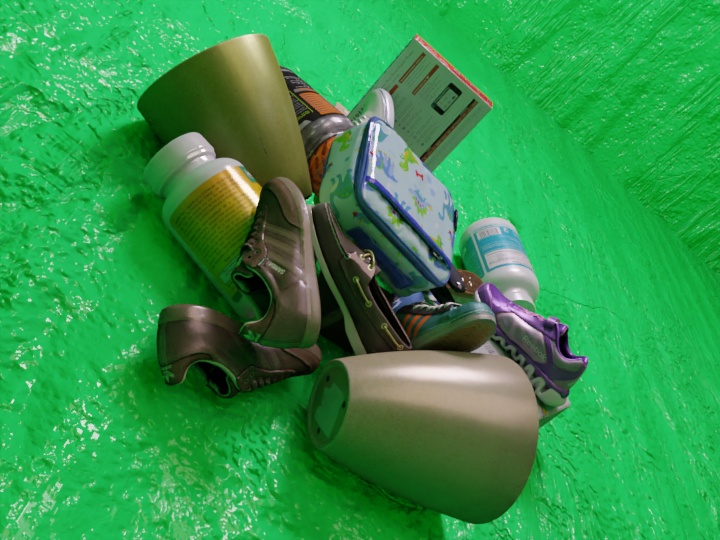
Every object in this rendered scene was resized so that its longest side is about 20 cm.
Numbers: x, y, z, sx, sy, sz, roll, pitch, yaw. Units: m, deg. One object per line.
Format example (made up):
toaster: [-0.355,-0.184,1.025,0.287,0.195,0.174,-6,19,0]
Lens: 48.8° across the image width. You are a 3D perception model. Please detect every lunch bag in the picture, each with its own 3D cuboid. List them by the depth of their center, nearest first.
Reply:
lunch bag: [0.040,-0.072,0.975,0.200,0.082,0.161,45,41,-34]

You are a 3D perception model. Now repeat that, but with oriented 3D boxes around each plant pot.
plant pot: [0.052,0.161,0.846,0.200,0.187,0.187,17,37,-27]
plant pot: [-0.149,-0.160,1.004,0.200,0.187,0.187,61,27,-2]

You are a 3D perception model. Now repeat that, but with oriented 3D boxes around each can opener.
can opener: [0.106,-0.007,1.122,0.078,0.063,0.200,12,17,-16]

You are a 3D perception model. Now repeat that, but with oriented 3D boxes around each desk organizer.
desk organizer: [0.000,0.000,1.021,0.077,0.072,0.200,36,48,-26]

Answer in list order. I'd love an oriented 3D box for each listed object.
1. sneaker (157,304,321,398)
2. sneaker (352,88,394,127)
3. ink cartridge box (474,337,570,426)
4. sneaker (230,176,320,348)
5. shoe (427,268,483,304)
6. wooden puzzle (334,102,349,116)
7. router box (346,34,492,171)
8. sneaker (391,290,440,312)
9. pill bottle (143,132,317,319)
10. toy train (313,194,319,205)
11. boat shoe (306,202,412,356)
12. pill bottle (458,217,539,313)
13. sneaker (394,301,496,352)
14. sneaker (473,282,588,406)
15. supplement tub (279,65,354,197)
sneaker: [-0.121,0.094,0.794,0.200,0.070,0.076,22,62,-44]
sneaker: [0.002,-0.217,1.305,0.071,0.073,0.200,23,69,-32]
ink cartridge box: [0.192,0.166,1.119,0.200,0.086,0.148,2,49,-56]
sneaker: [-0.090,-0.016,0.781,0.075,0.070,0.200,3,51,-24]
shoe: [0.099,0.011,1.241,0.200,0.053,0.070,22,49,-20]
wooden puzzle: [0.010,-0.212,1.442,0.185,0.037,0.200,39,23,-14]
router box: [0.098,-0.274,1.386,0.179,0.200,0.049,40,24,-10]
sneaker: [0.083,0.074,1.103,0.200,0.074,0.082,5,50,-51]
pill bottle: [-0.151,-0.054,0.896,0.200,0.113,0.113,49,27,7]
toy train: [-0.040,-0.085,1.157,0.200,0.085,0.116,1,30,-29]
boat shoe: [-0.003,0.012,0.888,0.072,0.059,0.200,-54,123,-76]
pill bottle: [0.244,0.007,1.385,0.111,0.111,0.200,29,32,-30]
sneaker: [0.081,0.066,0.939,0.071,0.200,0.080,13,61,-31]
sneaker: [0.242,0.088,1.110,0.200,0.088,0.080,53,28,19]
supplement tub: [-0.086,-0.194,1.130,0.122,0.123,0.200,7,32,-52]
